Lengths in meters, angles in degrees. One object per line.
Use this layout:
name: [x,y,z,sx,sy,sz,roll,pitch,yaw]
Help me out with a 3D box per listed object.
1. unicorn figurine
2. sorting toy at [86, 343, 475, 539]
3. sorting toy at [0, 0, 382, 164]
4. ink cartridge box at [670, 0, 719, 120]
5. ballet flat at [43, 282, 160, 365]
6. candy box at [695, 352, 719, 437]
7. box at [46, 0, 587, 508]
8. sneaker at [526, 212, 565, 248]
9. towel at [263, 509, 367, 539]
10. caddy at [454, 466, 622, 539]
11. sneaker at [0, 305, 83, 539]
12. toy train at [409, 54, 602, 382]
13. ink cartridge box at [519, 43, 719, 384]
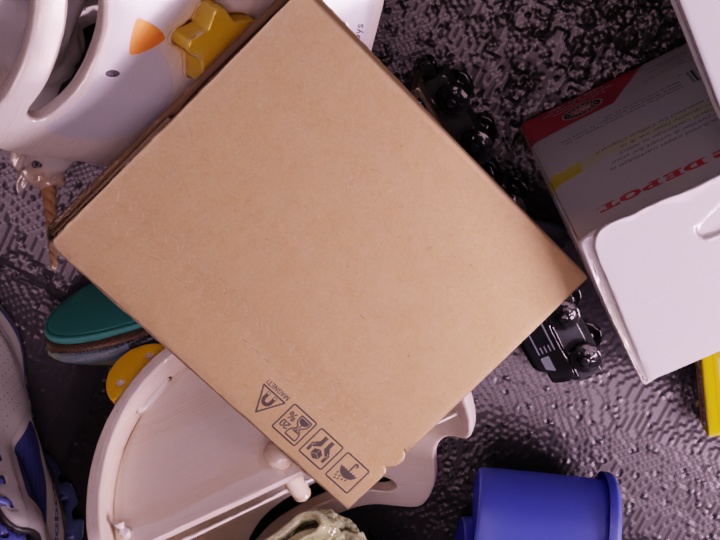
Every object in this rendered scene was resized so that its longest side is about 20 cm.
unicorn figurine: [-0.170,-0.124,1.040,0.200,0.074,0.137,44,122,-11]
sorting toy: [-0.037,0.104,1.115,0.199,0.107,0.180,-24,145,-1]
sorting toy: [-0.088,-0.117,0.974,0.179,0.107,0.201,-7,123,-38]
ink cartridge box: [0.224,-0.171,0.936,0.199,0.145,0.146,-21,119,10]
ballet flat: [-0.069,0.012,1.117,0.199,0.074,0.075,-27,109,9]
candy box: [0.281,0.027,1.161,0.198,0.026,0.103,-10,113,0]
box: [-0.017,-0.007,0.972,0.163,0.021,0.200,-44,111,7]
sneaker: [0.000,0.000,1.035,0.198,0.066,0.079,2,91,3]
towel: [-0.047,0.187,1.134,0.148,0.037,0.200,-26,152,4]
caddy: [0.098,0.200,1.127,0.104,0.201,0.142,11,149,-2]
sneaker: [-0.205,0.098,1.110,0.080,0.115,0.201,-22,109,4]
toy train: [0.072,-0.024,1.129,0.046,0.034,0.201,-23,110,18]
ink cartridge box: [0.170,-0.041,1.038,0.144,0.200,0.084,-24,109,6]
